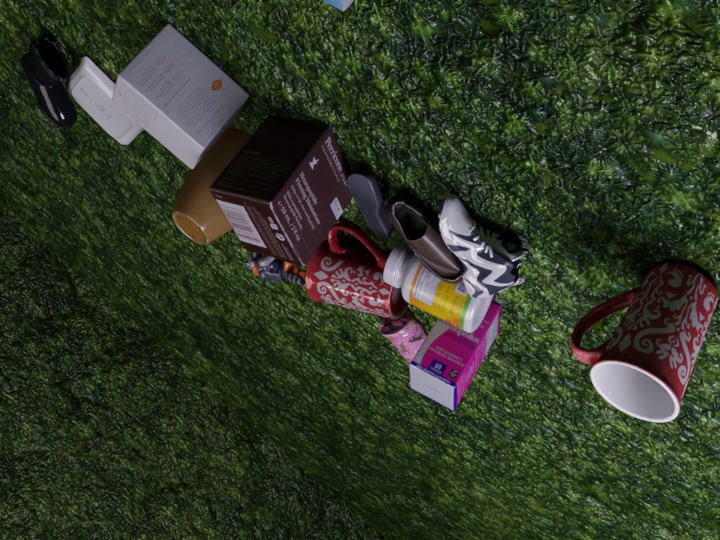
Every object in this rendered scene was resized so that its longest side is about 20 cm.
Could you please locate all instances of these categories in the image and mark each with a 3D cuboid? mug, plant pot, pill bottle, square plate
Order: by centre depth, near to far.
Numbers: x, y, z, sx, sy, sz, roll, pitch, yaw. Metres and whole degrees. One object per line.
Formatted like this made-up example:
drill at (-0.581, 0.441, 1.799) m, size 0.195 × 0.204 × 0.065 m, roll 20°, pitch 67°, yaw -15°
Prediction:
mug at (0.423, 0.088, 1.299) m, size 0.175 × 0.201 × 0.134 m, roll 32°, pitch 155°, yaw 8°
pill bottle at (0.145, 0.025, 1.660) m, size 0.197 × 0.112 × 0.112 m, roll 26°, pitch 153°, yaw 21°
plant pot at (-0.292, -0.159, 1.803) m, size 0.184 × 0.201 × 0.188 m, roll 28°, pitch 152°, yaw 16°
mug at (-0.005, 0.011, 1.807) m, size 0.196 × 0.135 × 0.179 m, roll 16°, pitch 150°, yaw 29°
square plate at (-0.583, -0.376, 2.005) m, size 0.198 × 0.029 × 0.199 m, roll 46°, pitch 153°, yaw -18°

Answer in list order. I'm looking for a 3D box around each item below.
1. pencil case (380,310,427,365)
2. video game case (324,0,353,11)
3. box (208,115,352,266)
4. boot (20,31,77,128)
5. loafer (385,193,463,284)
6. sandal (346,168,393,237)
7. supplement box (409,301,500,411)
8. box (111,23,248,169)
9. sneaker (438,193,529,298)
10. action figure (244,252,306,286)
pencil case at (0.122, 0.175, 1.971) m, size 0.201 × 0.086 × 0.083 m, roll 55°, pitch 180°, yaw -32°
video game case at (-0.089, -0.477, 1.208) m, size 0.197 × 0.046 × 0.182 m, roll 31°, pitch 154°, yaw 12°
box at (-0.139, -0.149, 1.627) m, size 0.162 × 0.202 × 0.167 m, roll 15°, pitch 148°, yaw 36°
boot at (-0.686, -0.425, 1.970) m, size 0.161 × 0.073 × 0.201 m, roll -7°, pitch 115°, yaw 56°
loafer at (0.115, -0.052, 1.570) m, size 0.200 × 0.073 × 0.071 m, roll 43°, pitch -171°, yaw 4°
sandal at (0.023, -0.134, 1.645) m, size 0.075 × 0.043 × 0.201 m, roll 33°, pitch 164°, yaw 24°
supplement box at (0.186, 0.149, 1.712) m, size 0.100 × 0.202 × 0.104 m, roll 24°, pitch 151°, yaw 20°
box at (-0.337, -0.323, 1.643) m, size 0.199 × 0.153 × 0.106 m, roll 41°, pitch 153°, yaw -8°
sneaker at (0.219, -0.049, 1.499) m, size 0.127 × 0.079 × 0.203 m, roll -10°, pitch 110°, yaw 33°
action figure at (-0.188, -0.025, 2.010) m, size 0.190 × 0.106 × 0.201 m, roll 4°, pitch 142°, yaw 33°
